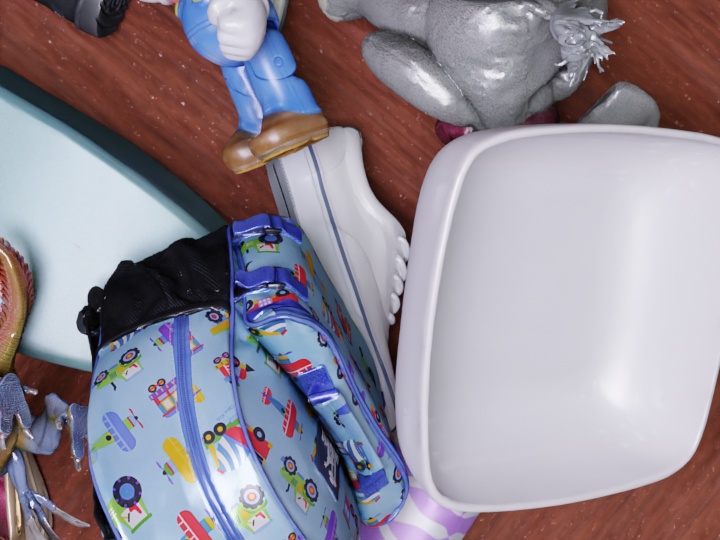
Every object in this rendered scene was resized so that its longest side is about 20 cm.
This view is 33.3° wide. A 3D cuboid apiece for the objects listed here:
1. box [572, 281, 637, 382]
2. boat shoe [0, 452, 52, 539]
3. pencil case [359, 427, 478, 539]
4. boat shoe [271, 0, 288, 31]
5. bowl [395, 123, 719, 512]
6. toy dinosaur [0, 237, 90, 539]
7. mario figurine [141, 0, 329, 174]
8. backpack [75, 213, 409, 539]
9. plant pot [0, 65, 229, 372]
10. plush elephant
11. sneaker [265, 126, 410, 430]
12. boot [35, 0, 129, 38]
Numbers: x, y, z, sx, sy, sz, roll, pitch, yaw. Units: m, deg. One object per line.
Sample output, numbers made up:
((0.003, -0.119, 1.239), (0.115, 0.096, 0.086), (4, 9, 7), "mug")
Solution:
((0.156, 0.002, 0.753), (0.199, 0.095, 0.078), (-31, 95, 4), "box")
((-0.259, 0.101, 0.781), (0.073, 0.069, 0.202), (-24, 93, 3), "boat shoe")
((0.032, 0.169, 0.775), (0.085, 0.084, 0.201), (26, 98, -36), "pencil case")
((-0.068, -0.235, 0.753), (0.072, 0.062, 0.203), (-1, 100, 23), "boat shoe")
((0.101, 0.018, 0.640), (0.198, 0.074, 0.203), (-3, 106, -30), "bowl")
((-0.211, 0.105, 0.690), (0.104, 0.181, 0.203), (9, 69, -40), "toy dinosaur")
((-0.097, -0.154, 0.692), (0.122, 0.106, 0.202), (-19, 94, 31), "mario figurine")
((-0.056, 0.092, 0.599), (0.133, 0.201, 0.184), (-24, 117, 6), "backpack")
((-0.182, -0.022, 0.732), (0.198, 0.141, 0.143), (27, 94, 1), "plant pot")
((0.087, -0.100, 0.722), (0.163, 0.200, 0.157), (-17, 123, -19), "plush elephant")
((0.000, 0.000, 0.752), (0.070, 0.073, 0.203), (-14, 82, -14), "sneaker")
((-0.222, -0.263, 0.762), (0.198, 0.066, 0.166), (26, 93, 4), "boot")
